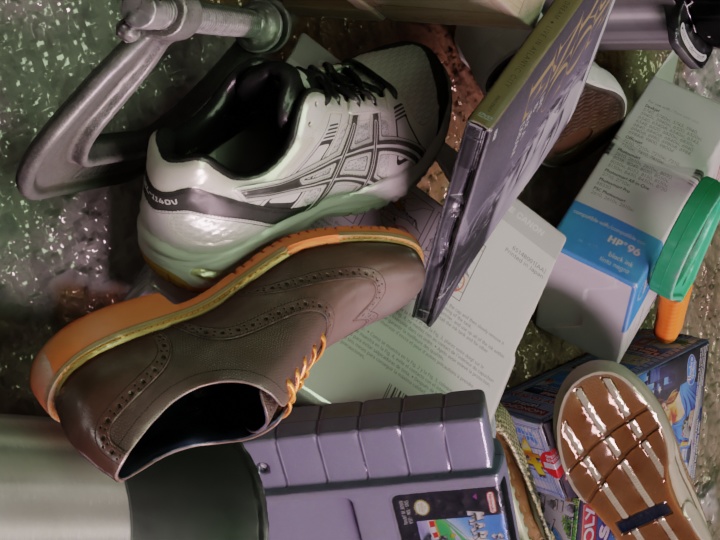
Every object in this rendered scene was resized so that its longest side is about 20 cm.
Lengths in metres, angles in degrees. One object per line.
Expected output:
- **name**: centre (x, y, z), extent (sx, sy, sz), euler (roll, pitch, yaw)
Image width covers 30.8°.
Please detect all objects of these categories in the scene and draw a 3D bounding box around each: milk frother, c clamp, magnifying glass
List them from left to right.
- **milk frother**: centre (-0.119, 0.149, 0.555), extent (0.188, 0.200, 0.181), euler (10, 82, -45)
- **c clamp**: centre (-0.077, -0.092, 0.580), extent (0.171, 0.027, 0.200), euler (-48, 177, 9)
- **magnifying glass**: centre (0.217, 0.003, 0.883), extent (0.080, 0.022, 0.200), euler (-57, 163, -17)

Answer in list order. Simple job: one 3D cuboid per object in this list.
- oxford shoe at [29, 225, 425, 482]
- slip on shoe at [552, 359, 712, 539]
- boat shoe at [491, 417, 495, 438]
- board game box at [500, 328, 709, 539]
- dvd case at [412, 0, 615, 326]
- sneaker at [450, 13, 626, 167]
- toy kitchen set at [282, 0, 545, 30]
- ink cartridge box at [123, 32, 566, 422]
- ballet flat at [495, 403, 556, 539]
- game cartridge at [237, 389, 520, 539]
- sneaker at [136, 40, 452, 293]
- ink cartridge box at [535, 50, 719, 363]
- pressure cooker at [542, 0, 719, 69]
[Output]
- **oxford shoe**: centre (-0.043, 0.039, 0.592), extent (0.200, 0.073, 0.071), euler (-23, 144, -28)
- **slip on shoe**: centre (0.185, 0.133, 0.877), extent (0.200, 0.076, 0.061), euler (56, 19, -25)
- **boat shoe**: centre (-0.022, 0.080, 0.736), extent (0.200, 0.067, 0.074), euler (22, 63, -22)
- **board game box**: centre (0.163, 0.146, 0.939), extent (0.200, 0.062, 0.201), euler (1, 96, -44)
- **dvd case**: centre (0.089, -0.082, 0.677), extent (0.200, 0.016, 0.149), euler (-54, 165, -36)
- **sneaker**: centre (0.114, -0.132, 0.842), extent (0.073, 0.085, 0.200), euler (-34, 154, 12)
- **toy kitchen set**: centre (0.058, -0.219, 0.691), extent (0.163, 0.180, 0.200), euler (29, 81, -44)
- **ink cartridge box**: centre (0.000, 0.000, 0.709), extent (0.200, 0.045, 0.176), euler (36, 60, -15)
- **ballet flat**: centre (0.096, 0.178, 0.840), extent (0.075, 0.068, 0.201), euler (-66, 137, -82)
- **game cartridge**: centre (0.021, 0.154, 0.685), extent (0.038, 0.129, 0.200), euler (-73, 154, -56)
- **sneaker**: centre (-0.021, -0.069, 0.629), extent (0.200, 0.076, 0.088), euler (-40, 150, -33)
- **ink cartridge box**: centre (0.200, -0.049, 0.909), extent (0.200, 0.068, 0.116), euler (-55, 161, -24)
- **pressure cooker**: centre (0.206, -0.223, 0.824), extent (0.178, 0.200, 0.176), euler (-25, 113, -40)
